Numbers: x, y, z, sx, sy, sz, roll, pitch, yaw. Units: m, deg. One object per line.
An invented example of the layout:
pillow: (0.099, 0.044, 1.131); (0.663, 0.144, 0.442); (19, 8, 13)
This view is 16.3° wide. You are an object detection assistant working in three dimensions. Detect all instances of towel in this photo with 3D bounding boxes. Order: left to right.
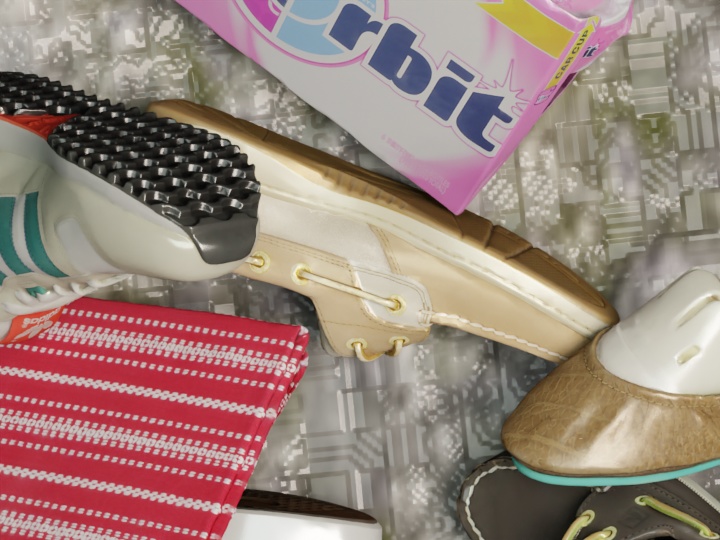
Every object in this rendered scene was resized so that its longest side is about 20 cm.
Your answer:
towel: (-0.114, 0.094, 0.922); (0.144, 0.023, 0.201); (7, 53, 24)

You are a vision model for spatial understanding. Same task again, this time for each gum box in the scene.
gum box: (0.003, -0.123, 0.946); (0.200, 0.114, 0.066); (37, 48, 4)

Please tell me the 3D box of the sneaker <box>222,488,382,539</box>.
sneaker: (-0.087, 0.127, 0.968); (0.199, 0.073, 0.085); (-3, 89, 14)

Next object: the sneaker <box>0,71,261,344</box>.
sneaker: (-0.107, -0.012, 0.938); (0.199, 0.070, 0.094); (22, 114, 44)

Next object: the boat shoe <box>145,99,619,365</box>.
boat shoe: (0.000, 0.000, 0.972); (0.199, 0.074, 0.070); (24, 100, 6)

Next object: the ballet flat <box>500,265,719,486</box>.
ballet flat: (0.149, 0.033, 0.934); (0.199, 0.068, 0.073); (-3, 122, -12)

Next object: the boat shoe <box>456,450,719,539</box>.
boat shoe: (0.107, 0.113, 0.914); (0.201, 0.060, 0.072); (25, 100, 38)
